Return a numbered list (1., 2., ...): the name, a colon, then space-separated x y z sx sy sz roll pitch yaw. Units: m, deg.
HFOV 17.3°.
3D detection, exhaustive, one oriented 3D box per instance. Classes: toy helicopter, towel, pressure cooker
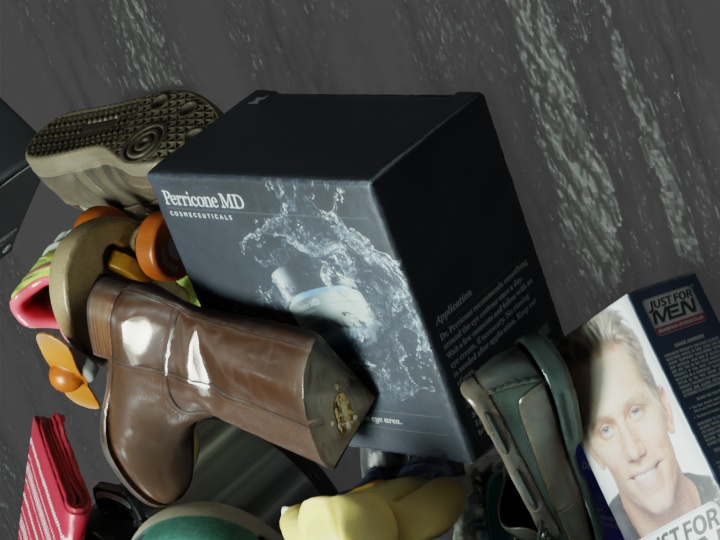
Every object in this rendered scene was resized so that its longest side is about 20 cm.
1. toy helicopter: -0.157 0.061 1.581 0.079 0.132 0.200 5 124 38
2. towel: -0.219 0.216 1.655 0.145 0.022 0.200 -122 39 -60
3. pressure cooker: -0.123 0.219 1.707 0.176 0.200 0.179 43 143 8

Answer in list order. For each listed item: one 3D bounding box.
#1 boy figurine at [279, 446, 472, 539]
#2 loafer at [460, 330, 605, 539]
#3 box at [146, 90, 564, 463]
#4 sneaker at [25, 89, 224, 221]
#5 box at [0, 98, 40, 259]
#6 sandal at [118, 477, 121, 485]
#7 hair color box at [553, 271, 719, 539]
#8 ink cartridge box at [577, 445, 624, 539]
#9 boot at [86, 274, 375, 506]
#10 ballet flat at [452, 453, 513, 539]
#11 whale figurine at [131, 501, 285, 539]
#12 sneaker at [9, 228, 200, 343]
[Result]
1. boy figurine: 0.003 0.147 1.457 0.124 0.200 0.065 -10 96 19
2. loafer: 0.100 0.125 1.413 0.072 0.063 0.200 50 159 51
3. box: 0.000 0.000 1.467 0.197 0.117 0.200 4 123 43
4. sneaker: -0.142 -0.072 1.602 0.200 0.070 0.076 4 142 48
5. box: -0.336 -0.100 1.748 0.200 0.079 0.141 43 140 8
6. sandal: -0.169 0.220 1.863 0.043 0.076 0.200 11 135 4
7. hair color box: 0.189 0.114 1.370 0.100 0.060 0.200 -41 70 52
8. ink cartridge box: 0.200 0.212 1.464 0.198 0.043 0.200 9 108 40
9. boot: -0.075 0.099 1.488 0.200 0.064 0.187 14 134 33
10. ballet flat: 0.092 0.221 1.568 0.072 0.072 0.200 -7 86 47
11. whale figurine: -0.123 0.247 1.559 0.159 0.104 0.200 37 117 -10
12. sneaker: -0.167 0.028 1.677 0.200 0.090 0.078 6 124 40
